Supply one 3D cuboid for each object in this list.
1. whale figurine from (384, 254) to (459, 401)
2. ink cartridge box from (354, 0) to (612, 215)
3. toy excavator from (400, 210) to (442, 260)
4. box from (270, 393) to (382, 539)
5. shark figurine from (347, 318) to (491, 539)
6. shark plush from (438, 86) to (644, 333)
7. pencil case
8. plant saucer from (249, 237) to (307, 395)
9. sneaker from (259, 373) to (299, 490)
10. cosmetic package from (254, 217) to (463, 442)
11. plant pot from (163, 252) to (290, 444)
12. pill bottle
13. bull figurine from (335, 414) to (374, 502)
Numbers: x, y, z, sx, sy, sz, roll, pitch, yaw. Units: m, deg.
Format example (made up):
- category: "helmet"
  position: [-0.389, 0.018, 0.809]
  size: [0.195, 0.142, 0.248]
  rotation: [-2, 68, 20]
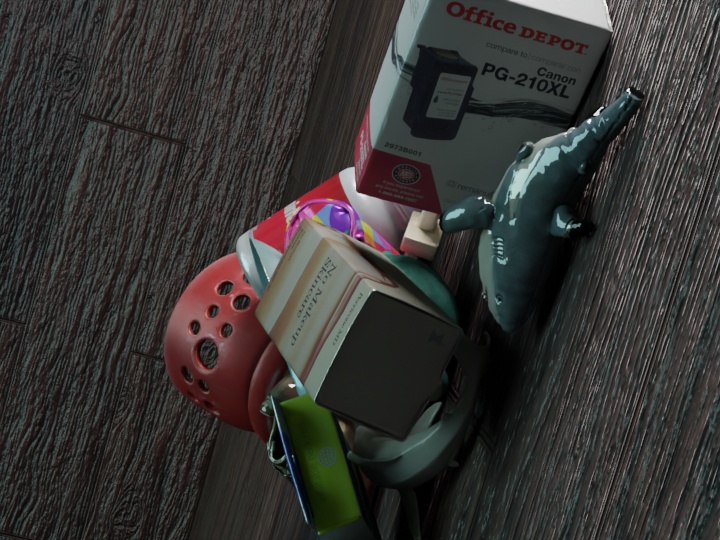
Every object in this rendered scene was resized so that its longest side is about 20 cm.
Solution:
- category: "whale figurine"
  position: [0.037, 0.082, 1.290]
  size: [0.159, 0.103, 0.201]
  rotation: [19, 119, 51]
- category: "ink cartridge box"
  position: [0.092, -0.144, 1.112]
  size: [0.085, 0.144, 0.201]
  rotation: [-90, 17, -53]
- category: "toy excavator"
  position: [0.084, -0.097, 1.314]
  size: [0.200, 0.099, 0.195]
  rotation: [-48, -23, -81]
- category: "box"
  position: [-0.023, 0.189, 1.225]
  size: [0.200, 0.047, 0.122]
  rotation: [71, 180, -63]
- category: "shark figurine"
  position: [0.037, 0.137, 1.155]
  size: [0.215, 0.089, 0.129]
  rotation: [-49, 39, 45]
- category: "shark plush"
  position: [0.148, -0.047, 1.000]
  size: [0.200, 0.091, 0.084]
  rotation: [-46, 44, 29]
- category: "pencil case"
  position: [0.000, 0.000, 1.379]
  size: [0.200, 0.088, 0.089]
  rotation: [38, -119, -59]
- category: "plant saucer"
  position: [-0.060, 0.057, 1.371]
  size: [0.201, 0.039, 0.202]
  rotation: [160, 90, -83]
- category: "sneaker"
  position: [-0.070, 0.202, 1.533]
  size: [0.070, 0.075, 0.201]
  rotation: [21, 131, 43]
- category: "cosmetic package"
  position: [-0.008, 0.041, 1.123]
  size: [0.104, 0.087, 0.200]
  rotation: [-62, 24, 7]
- category: "plant pot"
  position: [-0.098, 0.100, 1.638]
  size: [0.182, 0.200, 0.201]
  rotation: [29, 108, 38]
- category: "pill bottle"
  position: [-0.023, -0.038, 1.498]
  size: [0.200, 0.112, 0.112]
  rotation: [-32, 20, 10]
- category: "bull figurine"
  position: [-0.002, 0.169, 1.447]
  size: [0.121, 0.065, 0.201]
  rotation: [139, 148, -82]
